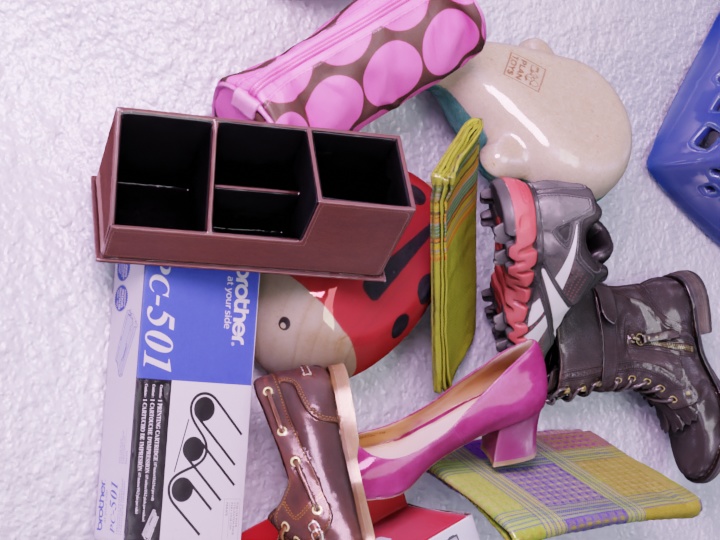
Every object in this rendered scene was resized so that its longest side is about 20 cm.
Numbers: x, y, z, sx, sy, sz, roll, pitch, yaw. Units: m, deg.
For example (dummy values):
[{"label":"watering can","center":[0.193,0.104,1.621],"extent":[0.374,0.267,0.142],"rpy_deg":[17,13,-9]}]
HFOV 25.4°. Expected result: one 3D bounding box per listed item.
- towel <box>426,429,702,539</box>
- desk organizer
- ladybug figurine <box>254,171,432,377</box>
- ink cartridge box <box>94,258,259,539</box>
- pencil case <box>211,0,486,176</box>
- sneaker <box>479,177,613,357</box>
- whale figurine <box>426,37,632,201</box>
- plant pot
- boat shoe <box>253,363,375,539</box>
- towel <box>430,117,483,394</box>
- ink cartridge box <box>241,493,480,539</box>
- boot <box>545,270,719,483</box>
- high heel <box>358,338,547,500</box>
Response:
[{"label":"towel","center":[0.152,0.165,1.234],"extent":[0.200,0.144,0.023],"rpy_deg":[-2,112,-36]},{"label":"desk organizer","center":[-0.071,-0.049,1.056],"extent":[0.200,0.077,0.072],"rpy_deg":[4,52,-19]},{"label":"ladybug figurine","center":[0.000,0.000,1.165],"extent":[0.200,0.072,0.136],"rpy_deg":[-50,115,-26]},{"label":"ink cartridge box","center":[-0.124,0.086,1.092],"extent":[0.094,0.044,0.200],"rpy_deg":[8,84,-37]},{"label":"pencil case","center":[-0.009,-0.146,1.128],"extent":[0.200,0.094,0.091],"rpy_deg":[-36,80,-17]},{"label":"sneaker","center":[0.143,0.006,1.212],"extent":[0.098,0.071,0.200],"rpy_deg":[-10,137,-5]},{"label":"whale figurine","center":[0.111,-0.118,1.245],"extent":[0.200,0.104,0.159],"rpy_deg":[28,48,-10]},{"label":"plant pot","center":[0.402,-0.115,1.392],"extent":[0.200,0.180,0.200],"rpy_deg":[41,67,-29]},{"label":"boat shoe","center":[-0.029,0.161,1.084],"extent":[0.070,0.070,0.200],"rpy_deg":[-7,66,-12]},{"label":"towel","center":[0.073,-0.009,1.179],"extent":[0.086,0.018,0.200],"rpy_deg":[-55,151,-47]},{"label":"ink cartridge box","center":[-0.004,0.251,1.150],"extent":[0.200,0.084,0.176],"rpy_deg":[-25,103,-33]},{"label":"boot","center":[0.217,0.089,1.330],"extent":[0.174,0.069,0.200],"rpy_deg":[-7,85,-33]},{"label":"high heel","center":[0.044,0.107,1.167],"extent":[0.200,0.067,0.096],"rpy_deg":[-6,115,-14]}]
